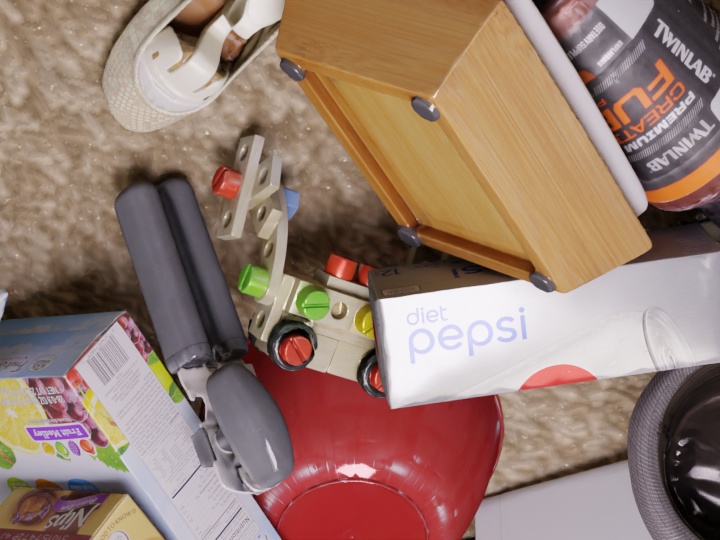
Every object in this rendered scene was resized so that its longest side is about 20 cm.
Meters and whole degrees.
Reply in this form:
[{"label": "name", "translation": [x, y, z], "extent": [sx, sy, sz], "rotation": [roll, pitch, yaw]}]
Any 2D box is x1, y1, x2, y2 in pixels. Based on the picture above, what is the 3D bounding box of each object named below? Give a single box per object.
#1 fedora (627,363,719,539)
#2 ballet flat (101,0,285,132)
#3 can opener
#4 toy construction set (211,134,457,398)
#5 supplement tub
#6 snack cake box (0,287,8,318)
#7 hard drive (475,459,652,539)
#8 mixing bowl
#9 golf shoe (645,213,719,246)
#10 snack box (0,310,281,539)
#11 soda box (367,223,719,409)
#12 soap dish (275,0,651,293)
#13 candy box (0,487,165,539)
[{"label": "fedora", "translation": [0.257, 0.120, 1.402], "extent": [0.199, 0.178, 0.090], "rotation": [6, 168, 8]}, {"label": "ballet flat", "translation": [-0.080, -0.140, 1.332], "extent": [0.067, 0.063, 0.200], "rotation": [35, 118, -22]}, {"label": "can opener", "translation": [-0.083, 0.034, 1.380], "extent": [0.053, 0.201, 0.067], "rotation": [-8, 162, -41]}, {"label": "toy construction set", "translation": [0.000, 0.000, 1.401], "extent": [0.199, 0.092, 0.132], "rotation": [20, 96, -13]}, {"label": "supplement tub", "translation": [0.164, -0.106, 1.331], "extent": [0.200, 0.107, 0.107], "rotation": [38, 117, -24]}, {"label": "snack cake box", "translation": [-0.313, 0.017, 1.385], "extent": [0.199, 0.067, 0.115], "rotation": [32, 123, 14]}, {"label": "hard drive", "translation": [0.170, 0.180, 1.501], "extent": [0.199, 0.132, 0.026], "rotation": [-18, 137, 20]}, {"label": "mixing bowl", "translation": [-0.006, 0.135, 1.498], "extent": [0.199, 0.109, 0.201], "rotation": [0, 126, 0]}, {"label": "golf shoe", "translation": [0.206, -0.010, 1.421], "extent": [0.199, 0.078, 0.095], "rotation": [11, 121, -24]}, {"label": "snack box", "translation": [-0.159, 0.123, 1.451], "extent": [0.168, 0.068, 0.200], "rotation": [-6, 126, 48]}, {"label": "soda box", "translation": [0.107, 0.026, 1.345], "extent": [0.199, 0.063, 0.069], "rotation": [-7, 106, -3]}, {"label": "soap dish", "translation": [0.053, -0.079, 1.277], "extent": [0.081, 0.157, 0.200], "rotation": [-52, 133, -17]}, {"label": "candy box", "translation": [-0.132, 0.218, 1.423], "extent": [0.116, 0.057, 0.200], "rotation": [-2, 132, 48]}]
